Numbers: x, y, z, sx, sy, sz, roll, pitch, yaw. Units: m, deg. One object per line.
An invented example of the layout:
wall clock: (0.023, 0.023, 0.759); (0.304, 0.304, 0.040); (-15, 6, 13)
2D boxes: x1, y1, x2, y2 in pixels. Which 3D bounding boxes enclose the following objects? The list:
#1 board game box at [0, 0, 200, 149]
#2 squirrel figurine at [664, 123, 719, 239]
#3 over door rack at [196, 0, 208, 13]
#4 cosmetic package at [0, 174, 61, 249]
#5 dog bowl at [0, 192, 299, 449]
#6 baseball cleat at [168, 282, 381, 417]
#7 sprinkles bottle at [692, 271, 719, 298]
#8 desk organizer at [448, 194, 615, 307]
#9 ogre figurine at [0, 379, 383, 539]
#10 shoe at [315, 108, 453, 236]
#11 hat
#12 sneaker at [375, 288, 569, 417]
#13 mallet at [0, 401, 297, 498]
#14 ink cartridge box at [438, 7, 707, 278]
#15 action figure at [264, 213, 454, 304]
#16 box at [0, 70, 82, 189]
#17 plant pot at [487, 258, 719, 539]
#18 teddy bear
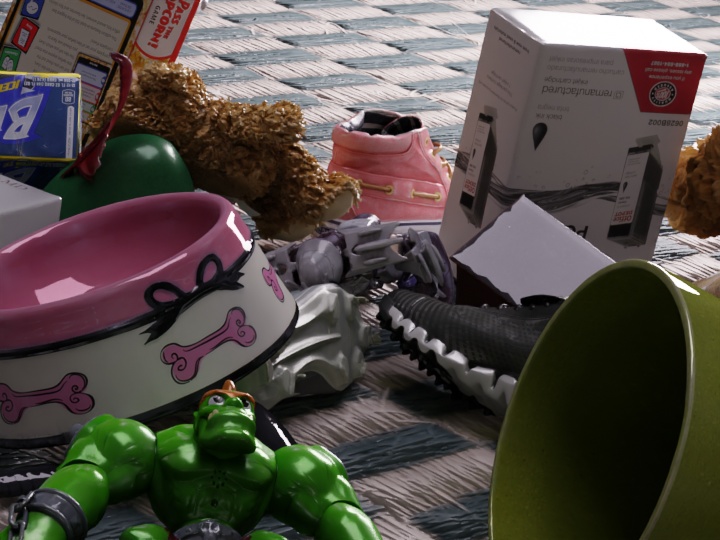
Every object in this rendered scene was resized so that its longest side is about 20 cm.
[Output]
board game box: (-0.208, -0.165, 1.669); (0.151, 0.200, 0.046); (28, 6, 40)
squirrel figurine: (0.321, -0.041, 1.651); (0.200, 0.142, 0.187); (40, 16, 7)
over door rack: (-0.215, -0.174, 1.778); (0.200, 0.148, 0.067); (20, 21, 24)
cosmetic package: (-0.287, -0.012, 1.378); (0.101, 0.071, 0.200); (19, 20, 26)
dog bowl: (-0.139, 0.021, 1.235); (0.200, 0.074, 0.200); (-16, 19, 6)
baseball cleat: (-0.065, 0.046, 1.336); (0.106, 0.070, 0.200); (-3, 1, 20)
sprinkles bottle: (0.253, 0.028, 1.450); (0.068, 0.068, 0.200); (10, -6, -2)
desk organizer: (0.153, 0.048, 1.432); (0.200, 0.077, 0.072); (38, 63, 25)
ogre figurine: (-0.075, 0.122, 1.074); (0.199, 0.098, 0.120); (-6, 38, -2)
shoe: (0.048, -0.075, 1.719); (0.200, 0.091, 0.071); (-8, 26, -44)
hat: (-0.153, -0.089, 1.508); (0.165, 0.176, 0.200); (-2, 22, -34)
sneaker: (0.099, 0.048, 1.367); (0.200, 0.091, 0.066); (29, -14, 38)
mallet: (-0.120, 0.110, 1.175); (0.200, 0.041, 0.066); (-8, 28, -33)
ink cartridge box: (0.151, -0.080, 1.623); (0.146, 0.200, 0.083); (0, 24, -27)
action figure: (0.000, 0.000, 1.474); (0.130, 0.070, 0.200); (-2, 3, 20)
box: (-0.297, -0.101, 1.575); (0.199, 0.070, 0.064); (2, -17, -6)
plant pot: (0.198, 0.113, 1.144); (0.200, 0.187, 0.187); (18, 15, -21)
teddy bear: (-0.092, -0.086, 1.582); (0.200, 0.067, 0.145); (23, -25, -8)
